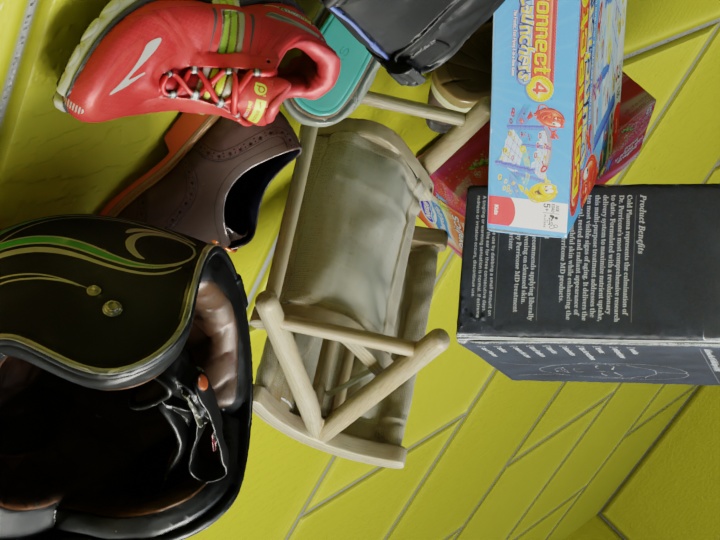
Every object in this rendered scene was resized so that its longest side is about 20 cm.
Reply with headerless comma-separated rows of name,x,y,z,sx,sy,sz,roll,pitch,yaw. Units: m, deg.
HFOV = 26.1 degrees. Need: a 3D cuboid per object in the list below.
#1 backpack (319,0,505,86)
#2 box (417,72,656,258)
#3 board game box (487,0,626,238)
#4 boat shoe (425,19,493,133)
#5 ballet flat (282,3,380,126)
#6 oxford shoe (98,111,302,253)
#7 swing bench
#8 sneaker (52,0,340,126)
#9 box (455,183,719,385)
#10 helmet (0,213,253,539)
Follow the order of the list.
backpack,0.034,-0.225,0.787,0.200,0.147,0.183,-43,161,7
box,0.148,-0.099,1.345,0.200,0.100,0.096,-38,159,-19
board game box,0.140,-0.151,1.070,0.196,0.056,0.200,-53,146,-59
boat shoe,0.122,-0.167,1.216,0.200,0.073,0.065,-27,165,-33
ballet flat,0.012,-0.181,0.976,0.200,0.067,0.064,-55,-171,8
oxford shoe,-0.115,-0.027,0.991,0.200,0.073,0.071,-52,160,18
swing bench,0.000,0.000,1.073,0.200,0.130,0.199,105,-3,-59
sneaker,-0.081,-0.115,0.866,0.200,0.085,0.077,-23,150,-48
box,0.193,0.015,1.187,0.200,0.196,0.124,36,58,-69
helmet,-0.169,0.063,0.886,0.190,0.200,0.200,-4,163,10
